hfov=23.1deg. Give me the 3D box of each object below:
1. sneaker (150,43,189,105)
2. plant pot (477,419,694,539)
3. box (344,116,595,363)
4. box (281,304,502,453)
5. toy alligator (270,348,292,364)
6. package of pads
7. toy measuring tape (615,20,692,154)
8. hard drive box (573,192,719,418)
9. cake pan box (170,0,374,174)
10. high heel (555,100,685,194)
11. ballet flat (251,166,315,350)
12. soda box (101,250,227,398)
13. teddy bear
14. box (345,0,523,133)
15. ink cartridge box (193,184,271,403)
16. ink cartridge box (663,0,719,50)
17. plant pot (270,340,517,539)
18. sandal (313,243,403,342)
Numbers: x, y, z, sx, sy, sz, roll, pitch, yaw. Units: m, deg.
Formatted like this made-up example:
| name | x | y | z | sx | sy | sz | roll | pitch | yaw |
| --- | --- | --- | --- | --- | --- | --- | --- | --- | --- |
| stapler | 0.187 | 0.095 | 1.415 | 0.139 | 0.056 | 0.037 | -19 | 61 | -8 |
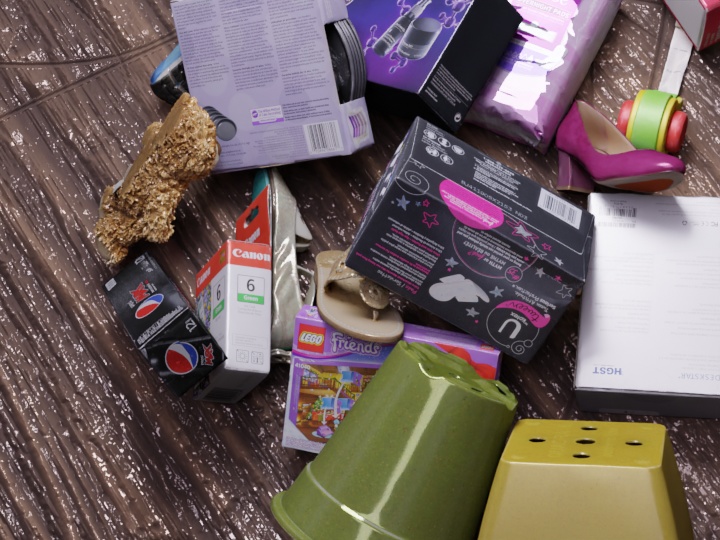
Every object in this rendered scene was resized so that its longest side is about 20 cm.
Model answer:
| name | x | y | z | sx | sy | sz | roll | pitch | yaw |
| --- | --- | --- | --- | --- | --- | --- | --- | --- | --- |
| sneaker | -0.149 | -0.256 | 1.904 | 0.200 | 0.078 | 0.090 | -42 | 48 | -8 |
| plant pot | 0.197 | 0.232 | 1.535 | 0.199 | 0.200 | 0.177 | 2 | 101 | 12 |
| box | 0.104 | -0.029 | 1.656 | 0.199 | 0.115 | 0.132 | 29 | 32 | -6 |
| box | 0.030 | 0.118 | 1.686 | 0.199 | 0.039 | 0.138 | 11 | 109 | 9 |
| toy alligator | 0.004 | 0.100 | 1.734 | 0.199 | 0.059 | 0.055 | -5 | 69 | 10 |
| package of pads | 0.178 | -0.228 | 1.812 | 0.120 | 0.076 | 0.201 | 24 | 76 | 17 |
| toy measuring tape | 0.303 | -0.180 | 1.772 | 0.073 | 0.074 | 0.201 | 15 | 74 | 16 |
| hard drive box | 0.290 | 0.034 | 1.691 | 0.155 | 0.077 | 0.201 | 3 | 70 | 13 |
| cake pan box | -0.088 | -0.200 | 1.776 | 0.199 | 0.052 | 0.185 | -6 | 103 | 36 |
| high heel | 0.249 | -0.125 | 1.704 | 0.067 | 0.200 | 0.097 | 9 | 86 | -30 |
| ballet flat | -0.078 | -0.011 | 1.799 | 0.062 | 0.067 | 0.201 | 7 | 68 | -20 |
| soda box | -0.194 | 0.050 | 1.727 | 0.063 | 0.071 | 0.200 | -38 | 24 | -4 |
| teddy bear | -0.207 | -0.088 | 1.807 | 0.200 | 0.067 | 0.145 | -53 | 24 | 14 |
| box | 0.046 | -0.235 | 1.796 | 0.200 | 0.079 | 0.141 | 20 | 74 | 46 |
| ink cartridge box | -0.128 | 0.022 | 1.760 | 0.050 | 0.109 | 0.201 | 7 | 68 | -21 |
| ink cartridge box | 0.396 | -0.337 | 1.791 | 0.199 | 0.084 | 0.145 | -26 | 67 | -8 |
| plant pot | 0.049 | 0.172 | 1.594 | 0.200 | 0.200 | 0.191 | 30 | 98 | 20 |
| sandal | -0.006 | 0.000 | 1.699 | 0.077 | 0.212 | 0.070 | 3 | 108 | -13 |
